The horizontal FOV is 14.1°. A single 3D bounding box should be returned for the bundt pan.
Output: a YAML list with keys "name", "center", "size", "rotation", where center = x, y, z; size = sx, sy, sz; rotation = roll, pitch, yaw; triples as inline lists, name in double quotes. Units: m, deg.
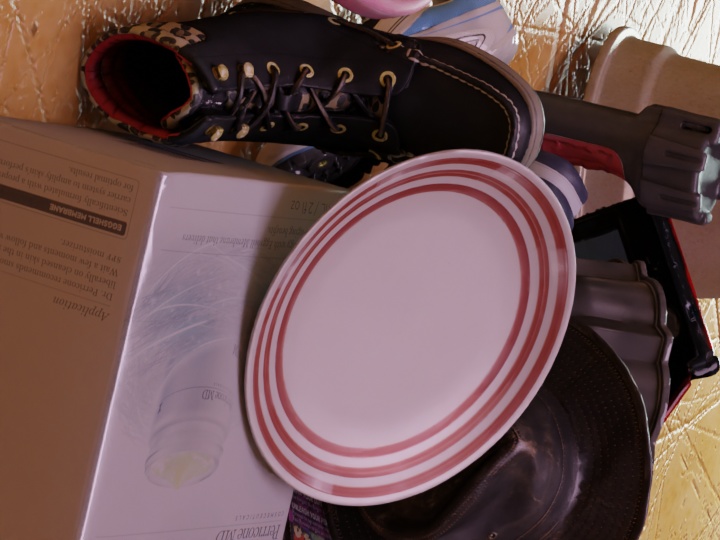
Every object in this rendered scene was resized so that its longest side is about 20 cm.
- name: "bundt pan"
  center: [0.108, 0.081, 1.752]
  size: [0.075, 0.202, 0.203]
  rotation: [16, 90, -20]

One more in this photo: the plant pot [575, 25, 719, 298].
- name: "plant pot"
  center: [0.254, -0.057, 1.974]
  size: [0.200, 0.182, 0.202]
  rotation: [8, 90, -72]

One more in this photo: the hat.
- name: "hat"
  center: [0.055, 0.102, 1.584]
  size: [0.081, 0.200, 0.202]
  rotation: [23, 84, -64]

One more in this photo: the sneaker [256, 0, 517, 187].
- name: "sneaker"
  center: [0.006, -0.105, 1.655]
  size: [0.200, 0.073, 0.072]
  rotation: [-37, 171, -34]

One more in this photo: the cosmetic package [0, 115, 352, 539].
- name: "cosmetic package"
  center: [-0.114, 0.039, 1.447]
  size: [0.199, 0.122, 0.201]
  rotation: [2, 103, -62]

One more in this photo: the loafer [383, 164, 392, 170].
- name: "loafer"
  center: [0.000, 0.000, 1.636]
  size: [0.200, 0.068, 0.070]
  rotation: [-43, 162, 2]

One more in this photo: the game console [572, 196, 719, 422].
- name: "game console"
  center: [0.128, 0.060, 1.850]
  size: [0.118, 0.200, 0.173]
  rotation: [-18, 89, -24]

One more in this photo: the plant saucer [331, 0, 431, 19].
- name: "plant saucer"
  center: [-0.013, -0.228, 1.516]
  size: [0.200, 0.051, 0.202]
  rotation: [23, 63, -55]

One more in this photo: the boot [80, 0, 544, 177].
- name: "boot"
  center: [-0.025, -0.084, 1.467]
  size: [0.153, 0.203, 0.074]
  rotation: [-16, 122, -54]

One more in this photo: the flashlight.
- name: "flashlight"
  center: [0.121, -0.071, 1.740]
  size: [0.068, 0.199, 0.068]
  rotation: [-62, 151, -21]

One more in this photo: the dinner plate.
- name: "dinner plate"
  center: [0.023, 0.027, 1.474]
  size: [0.199, 0.024, 0.201]
  rotation: [-17, 126, -26]

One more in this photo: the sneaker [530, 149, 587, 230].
- name: "sneaker"
  center: [0.069, -0.012, 1.721]
  size: [0.109, 0.070, 0.200]
  rotation: [-65, -165, -22]

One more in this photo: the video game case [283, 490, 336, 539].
- name: "video game case"
  center: [-0.005, 0.174, 1.698]
  size: [0.200, 0.036, 0.182]
  rotation: [33, 46, -53]
